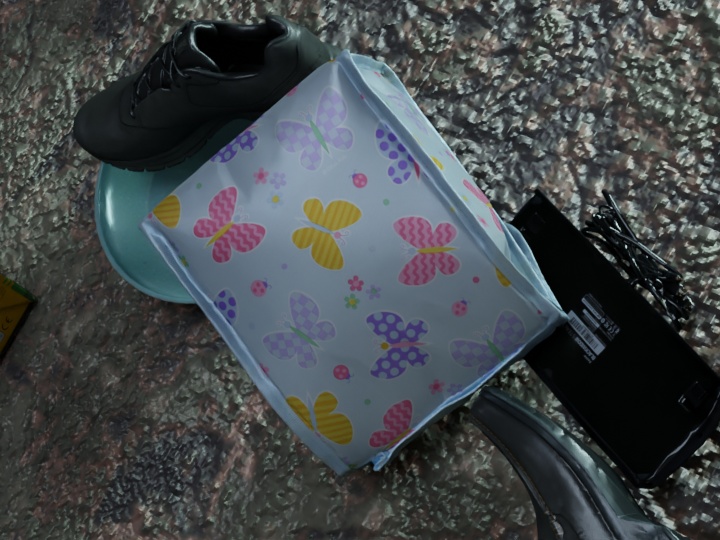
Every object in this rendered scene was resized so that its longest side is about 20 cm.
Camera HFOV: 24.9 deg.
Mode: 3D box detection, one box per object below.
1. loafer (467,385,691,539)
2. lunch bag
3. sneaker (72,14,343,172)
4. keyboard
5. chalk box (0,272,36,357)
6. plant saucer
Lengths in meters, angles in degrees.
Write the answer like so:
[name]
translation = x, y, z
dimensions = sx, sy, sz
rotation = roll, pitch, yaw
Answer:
[loafer]
translation = 0.118, 0.140, 0.880
dimensions = 0.072, 0.073, 0.200
rotation = -49, 53, 5
[lunch bag]
translation = 0.000, 0.000, 0.964
dimensions = 0.170, 0.127, 0.200
rotation = -40, 79, 13
[sneaker]
translation = -0.110, -0.125, 1.070
dimensions = 0.200, 0.091, 0.076
rotation = -16, 63, 22
[keyboard]
translation = 0.147, 0.031, 0.942
dimensions = 0.104, 0.040, 0.200
rotation = -49, 48, 13
[chalk box]
translation = -0.358, 0.014, 1.156
dimensions = 0.200, 0.124, 0.125
rotation = 23, 79, 34
[plant saucer]
translation = -0.087, -0.064, 1.105
dimensions = 0.200, 0.036, 0.200
rotation = -11, 63, 22
